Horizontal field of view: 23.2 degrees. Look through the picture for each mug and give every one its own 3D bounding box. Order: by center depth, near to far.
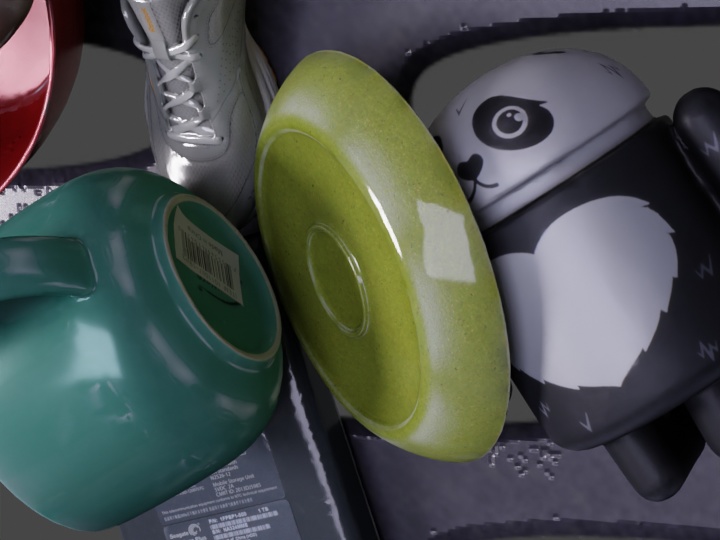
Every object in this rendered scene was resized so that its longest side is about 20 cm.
[{"bbox_3d":[-0.111,0.033,0.806,0.114,0.185,0.153,-30,95,21],"label":"mug"}]

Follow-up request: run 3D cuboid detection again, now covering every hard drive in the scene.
[{"bbox_3d":[-0.077,0.091,0.926,0.138,0.033,0.202,-15,97,24],"label":"hard drive"}]

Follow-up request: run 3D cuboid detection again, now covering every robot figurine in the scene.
[{"bbox_3d":[0.106,-0.001,0.779,0.150,0.125,0.201,-32,91,-12],"label":"robot figurine"}]

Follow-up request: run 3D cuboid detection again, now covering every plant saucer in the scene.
[{"bbox_3d":[0.000,0.000,0.805,0.200,0.031,0.201,49,150,40],"label":"plant saucer"}]

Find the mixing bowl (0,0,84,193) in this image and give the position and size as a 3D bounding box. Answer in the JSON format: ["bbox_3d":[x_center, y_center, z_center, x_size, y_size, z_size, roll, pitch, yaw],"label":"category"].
[{"bbox_3d":[-0.215,-0.127,0.885,0.198,0.108,0.202,5,106,20],"label":"mixing bowl"}]

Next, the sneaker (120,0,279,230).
[{"bbox_3d":[-0.087,-0.109,0.847,0.075,0.092,0.202,4,106,20],"label":"sneaker"}]

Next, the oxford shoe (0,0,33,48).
[{"bbox_3d":[-0.231,-0.169,0.785,0.199,0.071,0.073,35,118,9],"label":"oxford shoe"}]
